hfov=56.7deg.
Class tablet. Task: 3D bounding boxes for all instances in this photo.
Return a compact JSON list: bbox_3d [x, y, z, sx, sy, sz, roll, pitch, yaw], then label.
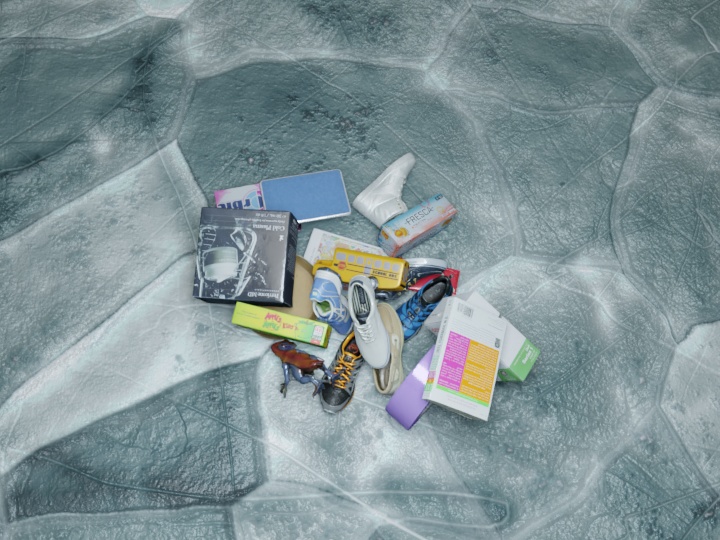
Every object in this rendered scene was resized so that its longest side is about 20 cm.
[{"bbox_3d":[-0.130,-0.171,1.568,0.198,0.014,0.131,-10,65,-10],"label":"tablet"}]

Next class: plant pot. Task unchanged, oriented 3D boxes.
[{"bbox_3d":[-0.180,0.058,1.509,0.198,0.027,0.202,-1,79,3],"label":"plant pot"}]

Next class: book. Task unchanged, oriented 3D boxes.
[{"bbox_3d":[0.201,0.168,1.273,0.133,0.048,0.201,25,72,-23],"label":"book"}]

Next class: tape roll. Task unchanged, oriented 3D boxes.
[{"bbox_3d":[0.138,0.231,1.371,0.066,0.200,0.200,40,70,14],"label":"tape roll"}]

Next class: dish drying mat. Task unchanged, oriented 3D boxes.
[{"bbox_3d":[0.131,0.012,1.568,0.198,0.018,0.077,12,67,3],"label":"dish drying mat"}]

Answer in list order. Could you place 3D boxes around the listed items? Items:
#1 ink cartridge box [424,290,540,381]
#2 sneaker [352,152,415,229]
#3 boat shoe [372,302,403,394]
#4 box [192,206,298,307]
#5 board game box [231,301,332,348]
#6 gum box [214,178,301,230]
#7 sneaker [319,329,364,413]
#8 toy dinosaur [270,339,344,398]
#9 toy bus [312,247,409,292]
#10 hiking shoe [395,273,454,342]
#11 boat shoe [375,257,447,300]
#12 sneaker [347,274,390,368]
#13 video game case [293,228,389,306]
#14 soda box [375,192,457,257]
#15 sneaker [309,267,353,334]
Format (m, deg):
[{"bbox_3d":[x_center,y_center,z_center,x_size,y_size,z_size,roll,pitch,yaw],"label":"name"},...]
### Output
[{"bbox_3d":[0.254,0.142,1.409,0.200,0.146,0.084,43,68,-11],"label":"ink cartridge box"},{"bbox_3d":[0.089,-0.188,1.631,0.116,0.074,0.200,43,81,14],"label":"sneaker"},{"bbox_3d":[0.051,0.167,1.446,0.072,0.065,0.202,-10,77,26],"label":"boat shoe"},{"bbox_3d":[-0.245,-0.026,1.452,0.198,0.124,0.198,3,83,4],"label":"box"},{"bbox_3d":[-0.166,0.119,1.431,0.199,0.102,0.048,14,81,5],"label":"board game box"},{"bbox_3d":[-0.249,-0.140,1.590,0.198,0.066,0.114,-11,67,-9],"label":"gum box"},{"bbox_3d":[-0.035,0.210,1.441,0.078,0.077,0.201,20,68,4],"label":"sneaker"},{"bbox_3d":[-0.123,0.181,1.396,0.181,0.201,0.105,35,53,28],"label":"toy dinosaur"},{"bbox_3d":[0.000,0.000,1.448,0.199,0.065,0.079,11,87,16],"label":"toy bus"},{"bbox_3d":[0.127,0.080,1.493,0.074,0.087,0.200,41,80,15],"label":"hiking shoe"},{"bbox_3d":[0.101,0.022,1.513,0.199,0.071,0.092,-1,81,-7],"label":"boat shoe"},{"bbox_3d":[0.010,0.111,1.381,0.073,0.071,0.201,-16,94,16],"label":"sneaker"},{"bbox_3d":[-0.043,0.012,1.546,0.199,0.023,0.183,17,73,5],"label":"video game case"},{"bbox_3d":[0.132,-0.105,1.572,0.199,0.064,0.068,-30,70,-31],"label":"soda box"},{"bbox_3d":[-0.068,0.081,1.436,0.075,0.201,0.077,8,54,26],"label":"sneaker"}]
